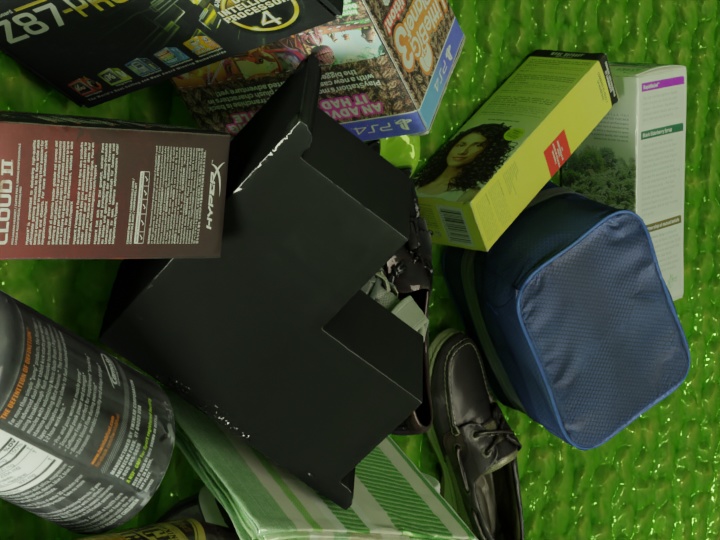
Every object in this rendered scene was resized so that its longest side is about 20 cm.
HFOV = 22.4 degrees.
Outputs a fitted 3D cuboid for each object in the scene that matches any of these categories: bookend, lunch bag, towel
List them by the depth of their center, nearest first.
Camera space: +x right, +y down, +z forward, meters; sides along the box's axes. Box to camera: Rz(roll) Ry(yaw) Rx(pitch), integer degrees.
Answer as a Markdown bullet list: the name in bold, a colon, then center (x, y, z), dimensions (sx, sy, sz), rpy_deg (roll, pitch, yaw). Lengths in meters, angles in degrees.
- **bookend**: center (-0.022, 0.011, 1.124), dimensions (0.198, 0.200, 0.092), rpy_deg (36, 26, -17)
- **towel**: center (-0.029, 0.139, 1.213), dimensions (0.199, 0.153, 0.023), rpy_deg (9, 119, -43)
- **lunch bag**: center (0.161, 0.036, 1.442), dimensions (0.135, 0.132, 0.201), rpy_deg (-32, 120, -17)

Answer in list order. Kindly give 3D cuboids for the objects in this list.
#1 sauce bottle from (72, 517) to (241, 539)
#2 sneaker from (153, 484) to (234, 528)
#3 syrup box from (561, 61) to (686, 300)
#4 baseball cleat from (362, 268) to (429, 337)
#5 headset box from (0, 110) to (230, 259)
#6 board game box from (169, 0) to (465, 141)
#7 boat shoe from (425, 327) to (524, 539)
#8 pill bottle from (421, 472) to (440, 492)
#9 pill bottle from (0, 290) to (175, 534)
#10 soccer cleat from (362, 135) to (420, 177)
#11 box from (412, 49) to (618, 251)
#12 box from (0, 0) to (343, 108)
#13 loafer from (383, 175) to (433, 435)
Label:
- **sauce bottle**: center (-0.119, 0.185, 1.107), dimensions (0.199, 0.066, 0.067), rpy_deg (-4, 100, -47)
- **sneaker**: center (-0.080, 0.230, 1.241), dimensions (0.201, 0.090, 0.067), rpy_deg (59, 14, -24)
- **syrup box**: center (0.222, -0.073, 1.532), dimensions (0.081, 0.078, 0.202), rpy_deg (-13, 107, -46)
- **baseball cleat**: center (0.000, 0.000, 1.272), dimensions (0.070, 0.106, 0.201), rpy_deg (-34, 127, -54)
- **headset box**: center (-0.194, -0.050, 1.007), dimensions (0.199, 0.148, 0.076), rpy_deg (-1, 98, -50)
- **board game box**: center (-0.051, -0.180, 1.124), dimensions (0.201, 0.158, 0.097), rpy_deg (61, 37, -36)
- **boat shoe**: center (0.096, 0.142, 1.439), dimensions (0.072, 0.065, 0.201), rpy_deg (-25, 115, -42)
- **pill bottle**: center (0.011, 0.251, 1.331), dimensions (0.108, 0.108, 0.202), rpy_deg (-5, 100, -48)
- **pill bottle**: center (-0.206, 0.073, 1.049), dimensions (0.200, 0.106, 0.107), rpy_deg (38, 69, -46)
- **soccer cleat**: center (-0.041, -0.039, 1.203), dimensions (0.200, 0.081, 0.068), rpy_deg (-38, 114, 15)
- **box**: center (0.119, -0.097, 1.414), dimensions (0.200, 0.075, 0.050), rpy_deg (-47, 129, -34)
- **box**: center (-0.132, -0.171, 1.017), dimensions (0.161, 0.199, 0.049), rpy_deg (38, 47, -46)
- **loafer**: center (0.033, 0.024, 1.346), dimensions (0.072, 0.063, 0.202), rpy_deg (-8, 103, -48)
